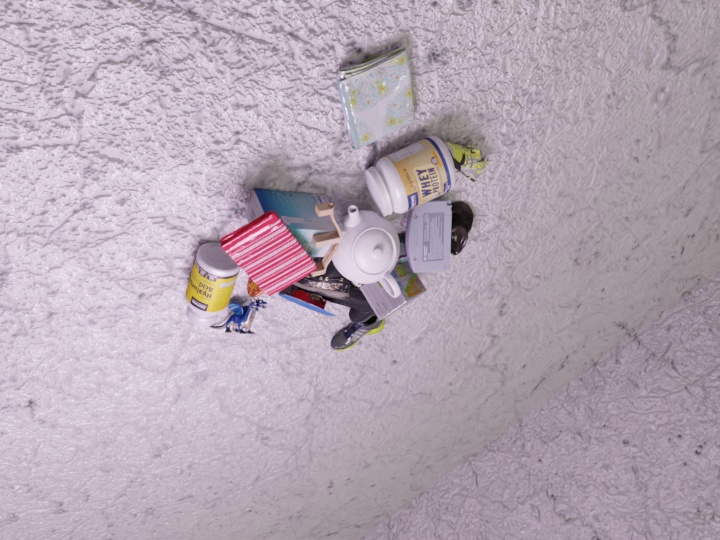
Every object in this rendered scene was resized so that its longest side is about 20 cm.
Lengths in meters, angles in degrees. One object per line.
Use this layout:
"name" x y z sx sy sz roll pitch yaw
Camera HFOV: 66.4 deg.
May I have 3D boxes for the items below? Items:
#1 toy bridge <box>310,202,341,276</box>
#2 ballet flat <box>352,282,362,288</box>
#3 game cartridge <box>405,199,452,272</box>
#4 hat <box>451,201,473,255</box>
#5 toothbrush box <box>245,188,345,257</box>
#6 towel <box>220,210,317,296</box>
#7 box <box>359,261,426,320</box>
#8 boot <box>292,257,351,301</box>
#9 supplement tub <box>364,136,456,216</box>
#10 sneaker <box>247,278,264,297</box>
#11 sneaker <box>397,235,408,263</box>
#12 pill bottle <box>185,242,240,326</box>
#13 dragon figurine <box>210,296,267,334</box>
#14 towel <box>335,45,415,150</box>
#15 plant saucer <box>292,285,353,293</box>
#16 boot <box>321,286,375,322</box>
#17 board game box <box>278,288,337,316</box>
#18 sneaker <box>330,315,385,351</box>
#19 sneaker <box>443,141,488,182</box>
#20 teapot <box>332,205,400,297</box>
"toy bridge" -0.077 -0.073 1.265 0.066 0.027 0.202 -13 137 -25
"ballet flat" 0.000 0.000 1.541 0.066 0.070 0.201 -57 172 -40
"game cartridge" 0.192 -0.097 1.556 0.131 0.040 0.204 -4 103 -20
"hat" 0.275 -0.101 1.645 0.198 0.081 0.203 -18 139 -16
"toothbrush box" -0.155 -0.112 1.312 0.197 0.147 0.086 -1 133 -33
"towel" -0.201 -0.035 1.228 0.143 0.023 0.201 -28 134 9
"box" 0.100 0.054 1.598 0.101 0.113 0.199 -36 173 24
"boot" -0.108 -0.013 1.497 0.073 0.200 0.156 52 54 -80
"supplement tub" 0.122 -0.230 1.365 0.197 0.145 0.145 -25 140 -7
"sneaker" -0.224 0.003 1.449 0.200 0.074 0.077 -43 152 19
"sneaker" 0.094 -0.068 1.574 0.197 0.075 0.088 -24 135 -7
"pill bottle" -0.370 0.040 1.361 0.110 0.112 0.202 1 131 -33
"dragon figurine" -0.331 0.120 1.494 0.197 0.101 0.058 -1 173 36
"towel" 0.039 -0.383 1.231 0.169 0.048 0.201 -24 140 -8
"plant saucer" -0.100 0.043 1.608 0.197 0.019 0.070 4 129 -34
"boot" -0.037 0.098 1.637 0.198 0.067 0.164 15 147 -43
"board game box" -0.142 0.079 1.522 0.156 0.200 0.040 24 80 -13
"sneaker" -0.012 0.186 1.767 0.198 0.074 0.081 -32 148 -11
"sneaker" 0.268 -0.303 1.448 0.077 0.075 0.199 -53 147 15
"teapot" 0.024 -0.049 1.378 0.197 0.146 0.201 12 98 -22
